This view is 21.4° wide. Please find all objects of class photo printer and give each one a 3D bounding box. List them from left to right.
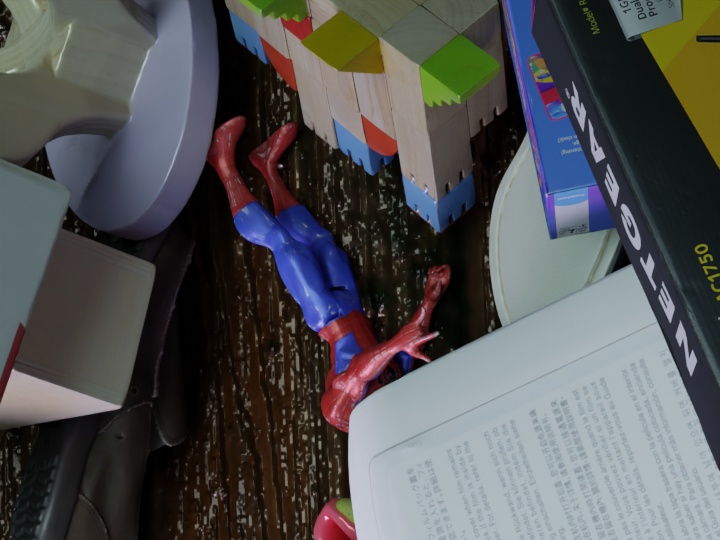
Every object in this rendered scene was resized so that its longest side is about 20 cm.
[{"bbox_3d":[0.092,0.096,0.769,0.199,0.069,0.167,-28,68,21],"label":"photo printer"}]

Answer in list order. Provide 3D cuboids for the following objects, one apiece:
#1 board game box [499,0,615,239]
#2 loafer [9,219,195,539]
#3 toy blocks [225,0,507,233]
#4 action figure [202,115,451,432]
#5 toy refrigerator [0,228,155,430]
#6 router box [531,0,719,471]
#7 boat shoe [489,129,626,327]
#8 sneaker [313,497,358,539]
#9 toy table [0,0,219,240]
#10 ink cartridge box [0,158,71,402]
[{"bbox_3d":[0.163,-0.100,0.802,0.199,0.045,0.135,-10,66,3],"label":"board game box"},{"bbox_3d":[-0.126,0.066,1.016,0.073,0.071,0.201,5,76,63],"label":"loafer"},{"bbox_3d":[0.000,-0.107,0.915,0.100,0.137,0.200,-39,60,-18],"label":"toy blocks"},{"bbox_3d":[0.000,0.000,0.936,0.099,0.065,0.201,-38,66,34],"label":"action figure"},{"bbox_3d":[-0.190,0.035,0.994,0.200,0.070,0.076,-13,60,54],"label":"toy refrigerator"},{"bbox_3d":[0.168,-0.041,0.716,0.148,0.051,0.201,-18,67,-7],"label":"router box"},{"bbox_3d":[0.107,-0.059,0.883,0.074,0.062,0.201,3,83,33],"label":"boat shoe"},{"bbox_3d":[-0.007,0.187,0.823,0.078,0.090,0.201,-47,23,51],"label":"sneaker"},{"bbox_3d":[-0.160,-0.118,0.990,0.184,0.117,0.201,-47,47,24],"label":"toy table"},{"bbox_3d":[-0.231,0.018,0.918,0.200,0.083,0.145,-3,67,61],"label":"ink cartridge box"}]
